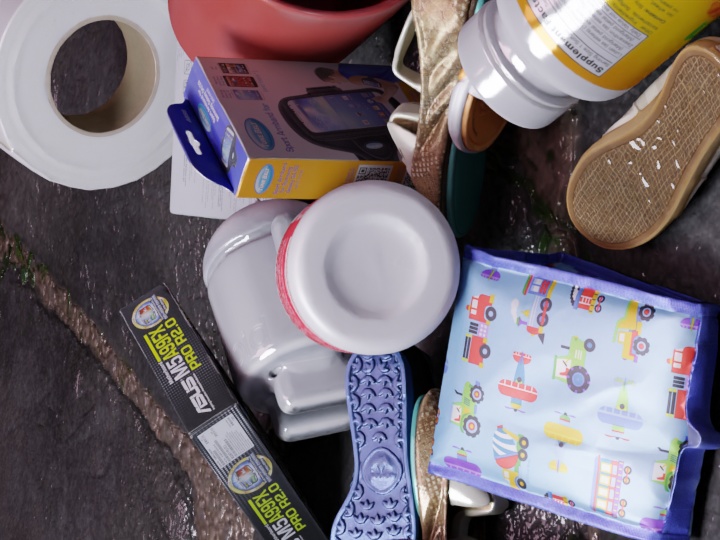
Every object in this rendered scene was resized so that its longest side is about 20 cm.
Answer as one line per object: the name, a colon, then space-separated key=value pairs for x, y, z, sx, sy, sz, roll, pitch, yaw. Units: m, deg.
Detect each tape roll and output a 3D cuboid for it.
tape roll: x=-0.234 y=-0.174 z=2.076 sx=0.071 sy=0.201 sz=0.204 roll=32 pitch=116 yaw=56

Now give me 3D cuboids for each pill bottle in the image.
pill bottle: x=0.000 y=0.000 z=1.622 sx=0.200 sy=0.111 sz=0.113 roll=167 pitch=104 yaw=-84
pill bottle: x=0.151 y=-0.172 z=1.435 sx=0.200 sy=0.111 sz=0.112 roll=-39 pitch=54 yaw=38

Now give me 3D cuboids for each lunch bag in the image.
lunch bag: x=0.147 y=0.078 z=1.508 sx=0.199 sy=0.094 sz=0.152 roll=18 pitch=102 yaw=50

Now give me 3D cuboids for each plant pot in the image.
plant pot: x=-0.056 y=-0.232 z=1.785 sx=0.177 sy=0.199 sz=0.202 roll=129 pitch=134 yaw=-60

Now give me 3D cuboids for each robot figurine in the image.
robot figurine: x=-0.055 y=0.029 z=1.829 sx=0.170 sy=0.112 sz=0.201 roll=104 pitch=153 yaw=-53

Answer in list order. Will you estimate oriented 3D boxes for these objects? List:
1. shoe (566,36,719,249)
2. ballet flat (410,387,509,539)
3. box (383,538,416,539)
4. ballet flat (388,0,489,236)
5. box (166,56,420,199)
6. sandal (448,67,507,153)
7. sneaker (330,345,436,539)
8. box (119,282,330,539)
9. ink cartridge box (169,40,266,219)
shoe: x=0.191 y=-0.078 z=1.468 sx=0.070 sy=0.053 sz=0.200 roll=48 pitch=143 yaw=8
ballet flat: x=0.073 y=0.181 z=1.661 sx=0.065 sy=0.070 sz=0.202 roll=-4 pitch=88 yaw=34
box: x=0.084 y=0.257 z=1.570 sx=0.199 sy=0.039 sz=0.138 roll=6 pitch=93 yaw=45
ballet flat: x=0.054 y=-0.118 z=1.645 sx=0.065 sy=0.071 sz=0.201 roll=17 pitch=120 yaw=20
box: x=-0.035 y=-0.101 z=1.713 sx=0.119 sy=0.199 sz=0.042 roll=60 pitch=138 yaw=42
sandal: x=0.125 y=-0.155 z=1.557 sx=0.059 sy=0.079 sz=0.208 roll=37 pitch=113 yaw=23
sneaker: x=0.026 y=0.150 z=1.716 sx=0.070 sy=0.078 sz=0.202 roll=4 pitch=89 yaw=26
box: x=-0.101 y=0.126 z=1.858 sx=0.160 sy=0.044 sz=0.200 roll=54 pitch=176 yaw=46
ink cartridge box: x=-0.094 y=-0.139 z=1.985 sx=0.199 sy=0.043 sz=0.198 roll=8 pitch=95 yaw=57
